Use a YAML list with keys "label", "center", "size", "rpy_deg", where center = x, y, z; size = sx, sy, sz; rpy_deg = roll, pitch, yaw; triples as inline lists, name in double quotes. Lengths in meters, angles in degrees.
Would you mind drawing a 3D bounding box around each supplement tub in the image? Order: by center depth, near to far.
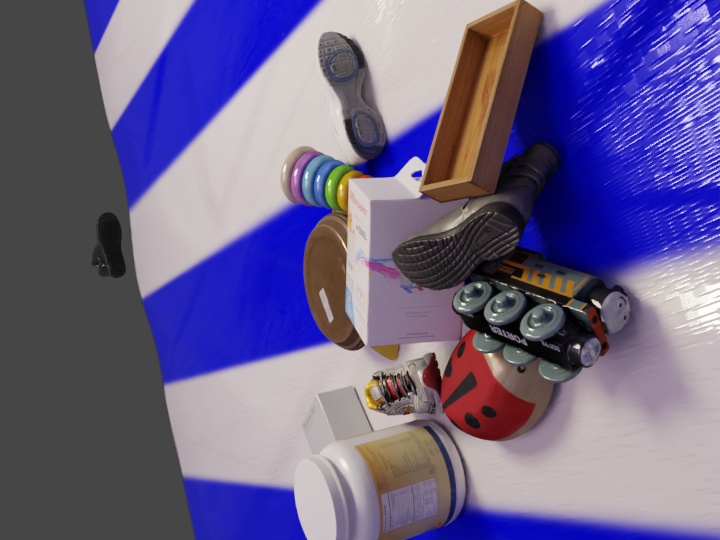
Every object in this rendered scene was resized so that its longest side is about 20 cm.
- label: "supplement tub"
  center: [0.024, 0.287, 1.159]
  size: [0.144, 0.196, 0.148]
  rpy_deg: [25, 119, 57]

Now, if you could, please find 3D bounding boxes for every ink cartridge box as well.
- label: "ink cartridge box"
  center: [0.053, -0.028, 1.070]
  size: [0.129, 0.122, 0.205]
  rpy_deg: [-128, 37, -69]

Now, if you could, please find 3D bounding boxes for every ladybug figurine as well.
- label: "ladybug figurine"
  center: [0.149, 0.129, 1.019]
  size: [0.138, 0.071, 0.201]
  rpy_deg: [65, 148, 27]

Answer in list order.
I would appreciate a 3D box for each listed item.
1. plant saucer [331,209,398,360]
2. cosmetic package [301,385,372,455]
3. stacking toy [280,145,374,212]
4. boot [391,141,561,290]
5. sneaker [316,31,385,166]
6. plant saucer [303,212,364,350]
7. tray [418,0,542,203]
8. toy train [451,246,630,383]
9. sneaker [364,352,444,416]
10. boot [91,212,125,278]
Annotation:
- label: "plant saucer"
  center: [0.000, 0.000, 1.285]
  size: [0.200, 0.048, 0.204]
  rpy_deg: [48, 137, 47]
- label: "cosmetic package"
  center: [-0.018, 0.298, 1.374]
  size: [0.202, 0.070, 0.102]
  rpy_deg: [64, 147, 30]
- label: "stacking toy"
  center: [-0.020, -0.116, 1.241]
  size: [0.197, 0.085, 0.087]
  rpy_deg: [20, 116, 37]
- label: "boot"
  center: [0.129, -0.057, 0.953]
  size: [0.070, 0.132, 0.198]
  rpy_deg: [49, 143, -17]
- label: "sneaker"
  center: [-0.028, -0.242, 1.252]
  size: [0.087, 0.073, 0.205]
  rpy_deg: [144, 115, -64]
- label: "plant saucer"
  center: [-0.035, 0.018, 1.277]
  size: [0.199, 0.029, 0.205]
  rpy_deg: [27, 122, 56]
- label: "tray"
  center: [0.127, -0.176, 0.928]
  size: [0.098, 0.036, 0.204]
  rpy_deg: [-5, 65, 62]
- label: "toy train"
  center: [0.180, 0.037, 0.898]
  size: [0.199, 0.114, 0.086]
  rpy_deg: [20, 147, 55]
- label: "sneaker"
  center: [0.057, 0.160, 1.150]
  size: [0.200, 0.080, 0.080]
  rpy_deg: [129, 132, -68]
- label: "boot"
  center: [-0.779, -0.075, 2.669]
  size: [0.167, 0.075, 0.205]
  rpy_deg: [6, 109, 57]
